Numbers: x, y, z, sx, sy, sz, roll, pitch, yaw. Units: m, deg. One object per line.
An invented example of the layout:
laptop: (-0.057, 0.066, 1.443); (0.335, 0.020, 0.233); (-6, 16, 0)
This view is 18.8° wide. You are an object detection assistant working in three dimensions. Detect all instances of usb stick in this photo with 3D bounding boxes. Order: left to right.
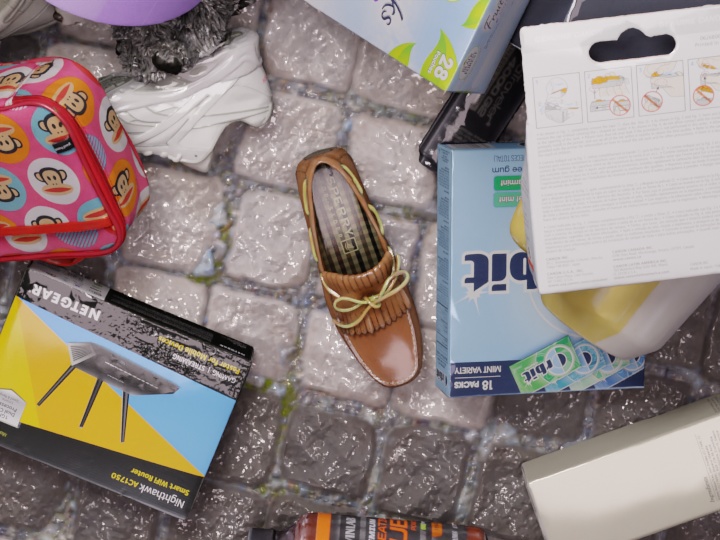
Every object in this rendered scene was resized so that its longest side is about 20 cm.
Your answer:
usb stick: (0.116, -0.162, 1.745); (0.055, 0.033, 0.201); (30, 99, -16)

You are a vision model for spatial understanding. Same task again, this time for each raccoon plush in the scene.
raccoon plush: (-0.153, -0.243, 1.680); (0.200, 0.096, 0.135); (-48, 124, -27)

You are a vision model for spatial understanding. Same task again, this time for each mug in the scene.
mug: (0.199, -0.027, 1.673); (0.186, 0.150, 0.154); (31, 100, -9)

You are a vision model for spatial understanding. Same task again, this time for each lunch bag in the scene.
lunch bag: (-0.269, -0.074, 1.698); (0.198, 0.082, 0.177); (-4, 129, 27)

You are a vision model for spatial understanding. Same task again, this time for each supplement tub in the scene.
supplement tub: (0.003, 0.256, 1.786); (0.198, 0.107, 0.108); (5, 101, -1)

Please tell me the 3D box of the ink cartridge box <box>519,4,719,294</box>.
ink cartridge box: (0.194, -0.089, 1.552); (0.161, 0.050, 0.202); (-7, 109, -1)

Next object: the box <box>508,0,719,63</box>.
box: (0.214, -0.189, 1.634); (0.199, 0.198, 0.124); (20, 101, -20)

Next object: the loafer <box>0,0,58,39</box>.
loafer: (-0.319, -0.197, 1.698); (0.199, 0.070, 0.071); (-22, 73, 21)

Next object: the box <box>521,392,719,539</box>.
box: (0.238, 0.169, 1.790); (0.198, 0.068, 0.083); (-18, 100, 4)

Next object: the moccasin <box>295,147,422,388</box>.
moccasin: (0.002, 0.000, 1.752); (0.073, 0.078, 0.203); (-14, 100, 3)

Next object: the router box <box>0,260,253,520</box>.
router box: (-0.205, 0.097, 1.783); (0.199, 0.051, 0.150); (22, 102, -4)

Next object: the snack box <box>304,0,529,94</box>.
snack box: (0.038, -0.251, 1.599); (0.199, 0.068, 0.170); (34, 109, 25)

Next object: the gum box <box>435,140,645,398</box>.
gum box: (0.147, -0.003, 1.752); (0.168, 0.045, 0.202); (-2, 102, -13)

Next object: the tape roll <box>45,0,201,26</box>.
tape roll: (-0.181, -0.279, 1.589); (0.199, 0.201, 0.066); (35, 140, -7)

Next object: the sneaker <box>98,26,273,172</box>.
sneaker: (-0.160, -0.115, 1.734); (0.198, 0.078, 0.100); (-19, 111, 8)
